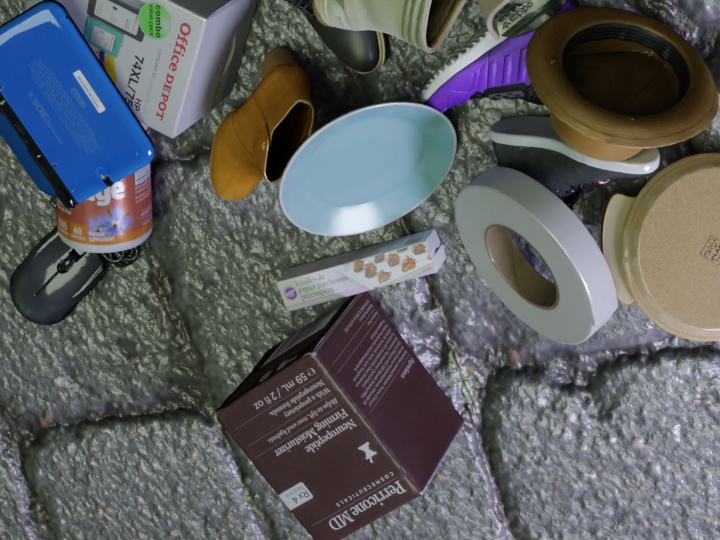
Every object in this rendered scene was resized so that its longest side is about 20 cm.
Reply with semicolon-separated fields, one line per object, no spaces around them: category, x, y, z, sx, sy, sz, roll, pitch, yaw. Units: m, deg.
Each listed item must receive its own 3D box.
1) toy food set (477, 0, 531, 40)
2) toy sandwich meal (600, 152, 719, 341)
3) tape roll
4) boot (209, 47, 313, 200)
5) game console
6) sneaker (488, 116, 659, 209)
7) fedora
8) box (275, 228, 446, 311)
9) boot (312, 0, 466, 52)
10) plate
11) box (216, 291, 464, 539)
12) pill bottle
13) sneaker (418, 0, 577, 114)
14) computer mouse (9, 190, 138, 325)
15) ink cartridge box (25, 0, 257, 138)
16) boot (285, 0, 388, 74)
toy food set;0.175;-0.331;1.461;0.199;0.060;0.145;-37;53;31
toy sandwich meal;0.338;-0.023;1.552;0.202;0.070;0.208;-1;97;-6
tape roll;0.177;-0.013;1.585;0.203;0.037;0.204;44;158;22
boot;-0.107;-0.128;1.651;0.070;0.145;0.203;15;121;-20
game console;-0.331;-0.180;1.637;0.169;0.119;0.201;-27;114;11
sneaker;0.220;-0.094;1.562;0.198;0.070;0.100;14;126;42
fedora;0.240;-0.165;1.469;0.199;0.201;0.082;28;138;8
box;0.000;0.000;1.732;0.198;0.041;0.039;-16;107;27
boot;0.045;-0.320;1.492;0.154;0.072;0.203;22;97;38
plate;0.005;-0.111;1.618;0.200;0.198;0.026;-49;50;32
box;-0.020;0.165;1.745;0.165;0.164;0.201;-33;98;31
pill bottle;-0.293;-0.132;1.749;0.111;0.112;0.202;10;118;18
sneaker;0.148;-0.198;1.558;0.199;0.070;0.100;-37;99;32
computer mouse;-0.371;-0.002;1.880;0.138;0.053;0.200;42;122;-1
ink cartridge box;-0.233;-0.265;1.641;0.198;0.146;0.148;26;122;9
boot;-0.057;-0.273;1.568;0.077;0.138;0.201;-29;102;30
